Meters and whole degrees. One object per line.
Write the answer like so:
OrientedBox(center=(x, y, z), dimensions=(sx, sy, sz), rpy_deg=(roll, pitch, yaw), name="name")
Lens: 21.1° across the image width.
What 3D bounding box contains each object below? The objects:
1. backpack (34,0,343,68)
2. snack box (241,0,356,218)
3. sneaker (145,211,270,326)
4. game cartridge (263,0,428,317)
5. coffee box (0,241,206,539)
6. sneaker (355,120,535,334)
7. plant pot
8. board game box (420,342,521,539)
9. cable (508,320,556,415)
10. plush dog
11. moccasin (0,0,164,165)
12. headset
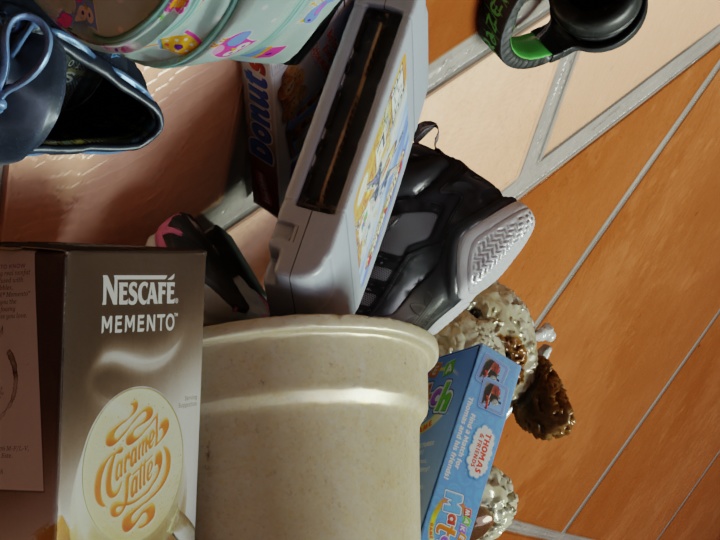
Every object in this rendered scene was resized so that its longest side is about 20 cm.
OrientedBox(center=(-0.050, -0.173, 0.728), dimensions=(0.126, 0.167, 0.200), rpy_deg=(-3, 131, -41), name="backpack")
OrientedBox(center=(-0.032, -0.109, 1.031), dimensions=(0.072, 0.024, 0.200), rpy_deg=(-48, 159, -25), name="snack box")
OrientedBox(center=(-0.100, 0.023, 1.049), dimensions=(0.086, 0.080, 0.200), rpy_deg=(-32, 162, 5), name="sneaker")
OrientedBox(center=(-0.003, -0.056, 1.036), dimensions=(0.133, 0.041, 0.200), rpy_deg=(76, 29, -63), name="game cartridge")
OrientedBox(center=(-0.137, 0.087, 0.889), dimensions=(0.114, 0.080, 0.200), rpy_deg=(-1, 94, -61), name="coffee box")
OrientedBox(center=(0.000, 0.000, 1.163), dimensions=(0.200, 0.114, 0.075), rpy_deg=(-41, 170, -5), name="sneaker")
OrientedBox(center=(-0.046, 0.139, 0.996), dimensions=(0.200, 0.184, 0.200), rpy_deg=(-7, 163, -2), name="plant pot")
OrientedBox(center=(0.014, 0.150, 1.137), dimensions=(0.151, 0.037, 0.200), rpy_deg=(-22, -136, 58), name="board game box")
OrientedBox(center=(0.059, 0.100, 1.515), dimensions=(0.200, 0.069, 0.200), rpy_deg=(-55, 159, 3), name="cable")
OrientedBox(center=(0.053, 0.077, 1.362), dimensions=(0.172, 0.200, 0.160), rpy_deg=(-38, -170, -16), name="plush dog")
OrientedBox(center=(-0.140, -0.081, 0.763), dimensions=(0.200, 0.068, 0.081), rpy_deg=(-12, 136, -61), name="moccasin")
OrientedBox(center=(0.154, -0.209, 1.261), dimensions=(0.200, 0.094, 0.124), rpy_deg=(-26, 154, -25), name="headset")
